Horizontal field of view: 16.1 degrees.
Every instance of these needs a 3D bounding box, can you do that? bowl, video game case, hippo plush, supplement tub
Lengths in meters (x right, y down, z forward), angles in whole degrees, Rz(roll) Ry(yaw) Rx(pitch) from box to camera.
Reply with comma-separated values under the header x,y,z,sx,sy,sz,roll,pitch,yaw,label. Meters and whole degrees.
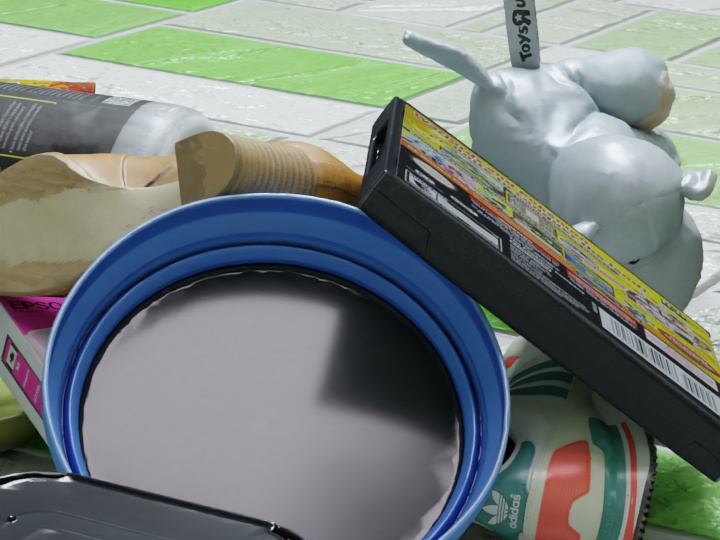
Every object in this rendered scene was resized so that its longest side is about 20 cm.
x,y,z,sx,sy,sz,roll,pitch,yaw,label
-0.036,0.058,1.088,0.199,0.039,0.202,4,56,-5,bowl
0.086,0.003,1.171,0.200,0.026,0.181,37,13,-7,video game case
0.146,-0.057,1.459,0.159,0.201,0.161,-28,35,-19,hippo plush
-0.186,-0.043,1.444,0.199,0.124,0.122,9,18,19,supplement tub

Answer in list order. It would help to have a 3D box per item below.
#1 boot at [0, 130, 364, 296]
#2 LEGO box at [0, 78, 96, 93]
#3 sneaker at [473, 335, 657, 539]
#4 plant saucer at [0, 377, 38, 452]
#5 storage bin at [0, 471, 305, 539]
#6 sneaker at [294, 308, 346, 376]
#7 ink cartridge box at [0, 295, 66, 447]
x,y,z,sx,sy,sz,roll,pitch,yaw,label
-0.084,-0.015,1.230,0.200,0.071,0.144,-14,-21,34,boot
-0.270,-0.070,1.600,0.198,0.078,0.149,2,16,-3,LEGO box
0.071,0.073,1.184,0.093,0.071,0.200,6,18,-11,sneaker
-0.233,0.058,1.257,0.198,0.031,0.200,3,16,-1,plant saucer
-0.115,0.149,0.862,0.134,0.095,0.200,10,19,25,storage bin
0.001,0.058,1.230,0.079,0.074,0.200,31,6,1,sneaker
-0.117,0.052,1.210,0.094,0.037,0.200,3,23,-31,ink cartridge box
